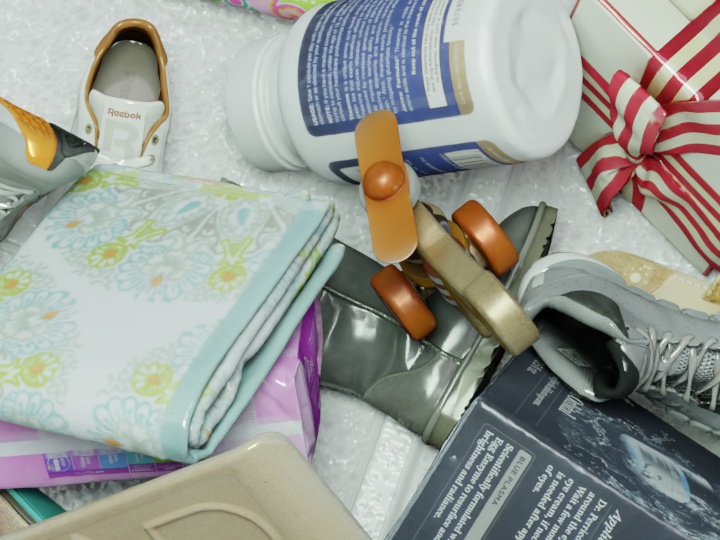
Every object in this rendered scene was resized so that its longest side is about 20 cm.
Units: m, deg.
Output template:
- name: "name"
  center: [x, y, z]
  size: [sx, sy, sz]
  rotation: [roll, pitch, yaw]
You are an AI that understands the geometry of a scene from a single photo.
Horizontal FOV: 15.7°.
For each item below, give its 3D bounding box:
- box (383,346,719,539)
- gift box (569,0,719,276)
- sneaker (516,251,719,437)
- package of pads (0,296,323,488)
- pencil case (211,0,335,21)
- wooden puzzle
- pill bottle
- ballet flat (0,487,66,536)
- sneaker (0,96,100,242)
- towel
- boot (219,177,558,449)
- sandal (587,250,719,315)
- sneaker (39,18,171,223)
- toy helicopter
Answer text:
- name: "box"
  center: [0.133, 0.149, 1.448]
  size: [0.199, 0.197, 0.118]
  rotation: [33, 104, 6]
- name: "gift box"
  center: [0.228, -0.114, 1.572]
  size: [0.186, 0.185, 0.200]
  rotation: [-40, 75, -19]
- name: "sneaker"
  center: [0.175, 0.060, 1.474]
  size: [0.199, 0.116, 0.076]
  rotation: [20, 107, 6]
- name: "package of pads"
  center: [-0.120, 0.062, 1.487]
  size: [0.198, 0.076, 0.121]
  rotation: [-5, 32, 8]
- name: "pencil case"
  center: [-0.058, -0.202, 1.626]
  size: [0.199, 0.088, 0.088]
  rotation: [17, 70, 1]
- name: "wooden puzzle"
  center: [-0.075, 0.174, 1.391]
  size: [0.199, 0.186, 0.046]
  rotation: [-24, 30, 25]
- name: "pill bottle"
  center: [0.022, -0.110, 1.545]
  size: [0.199, 0.111, 0.112]
  rotation: [-6, 65, 35]
- name: "ballet flat"
  center: [-0.150, 0.197, 1.489]
  size: [0.200, 0.068, 0.067]
  rotation: [37, 94, 9]
- name: "sneaker"
  center: [-0.212, -0.044, 1.507]
  size: [0.075, 0.200, 0.093]
  rotation: [27, 79, -18]
- name: "towel"
  center: [-0.119, 0.020, 1.436]
  size: [0.170, 0.048, 0.200]
  rotation: [9, 43, 27]
- name: "boot"
  center: [0.000, -0.002, 1.576]
  size: [0.199, 0.073, 0.183]
  rotation: [27, 70, 11]
- name: "sandal"
  center: [0.218, 0.022, 1.544]
  size: [0.210, 0.070, 0.078]
  rotation: [16, 60, 23]
- name: "sneaker"
  center: [-0.153, -0.058, 1.566]
  size: [0.072, 0.085, 0.202]
  rotation: [6, 72, -5]
- name: "toy helicopter"
  center: [0.047, -0.010, 1.437]
  size: [0.079, 0.200, 0.133]
  rotation: [-37, 116, -3]
